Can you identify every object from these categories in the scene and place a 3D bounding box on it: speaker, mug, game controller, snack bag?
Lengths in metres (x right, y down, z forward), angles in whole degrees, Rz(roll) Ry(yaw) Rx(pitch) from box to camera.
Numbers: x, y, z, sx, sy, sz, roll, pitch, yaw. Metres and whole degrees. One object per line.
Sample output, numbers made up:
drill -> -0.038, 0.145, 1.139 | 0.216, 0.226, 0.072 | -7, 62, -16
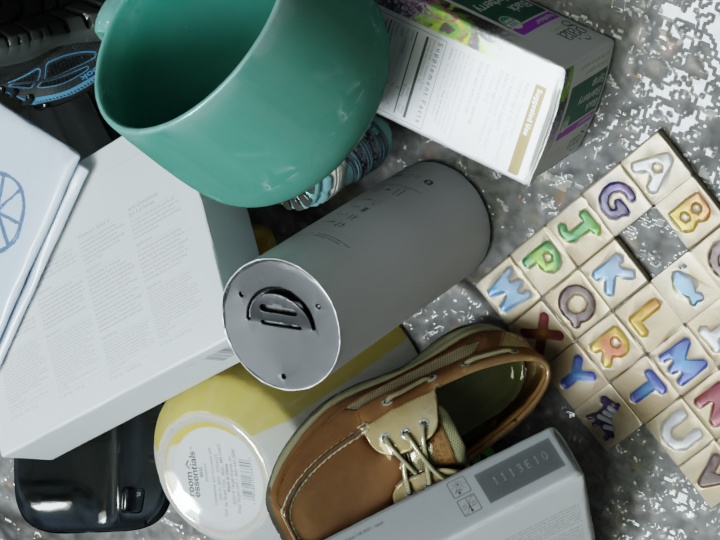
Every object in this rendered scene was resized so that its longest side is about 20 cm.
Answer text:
speaker -> 0.000, 0.000, 1.403 | 0.081, 0.200, 0.082 | 11, 113, 26
mug -> -0.062, -0.122, 1.340 | 0.152, 0.186, 0.114 | -41, 128, 17
game controller -> -0.174, 0.068, 1.526 | 0.103, 0.042, 0.202 | -4, 78, 13
snack bag -> -0.273, -0.032, 1.496 | 0.199, 0.021, 0.190 | 33, 106, 31
mug -> -0.067, 0.088, 1.503 | 0.187, 0.153, 0.150 | 46, 124, 7

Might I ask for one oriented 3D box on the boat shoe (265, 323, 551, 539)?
boat shoe -> 0.032, 0.097, 1.422 | 0.074, 0.200, 0.076 | 10, 132, 58

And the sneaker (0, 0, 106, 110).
sneaker -> -0.209, -0.129, 1.439 | 0.073, 0.199, 0.082 | 52, 142, 40

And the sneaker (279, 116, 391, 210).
sneaker -> -0.057, -0.112, 1.475 | 0.200, 0.086, 0.078 | 47, 141, 32

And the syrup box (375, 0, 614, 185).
syrup box -> 0.041, -0.134, 1.403 | 0.199, 0.079, 0.082 | 26, 119, 19

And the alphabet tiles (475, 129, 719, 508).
alphabet tiles -> 0.185, 0.041, 1.432 | 0.167, 0.008, 0.200 | -41, 85, 34

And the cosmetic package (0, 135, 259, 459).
cosmetic package -> -0.152, 0.010, 1.449 | 0.199, 0.052, 0.152 | -27, 70, 31

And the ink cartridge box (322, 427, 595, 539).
ink cartridge box -> 0.050, 0.197, 1.448 | 0.044, 0.199, 0.174 | 59, 171, 35

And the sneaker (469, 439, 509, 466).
sneaker -> 0.031, 0.192, 1.522 | 0.078, 0.085, 0.201 | 23, 119, 8

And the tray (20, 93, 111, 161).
tray -> -0.209, -0.061, 1.606 | 0.107, 0.022, 0.201 | -23, 96, 34

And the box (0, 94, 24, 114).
box -> -0.225, -0.172, 1.521 | 0.069, 0.082, 0.200 | 51, 117, 19
